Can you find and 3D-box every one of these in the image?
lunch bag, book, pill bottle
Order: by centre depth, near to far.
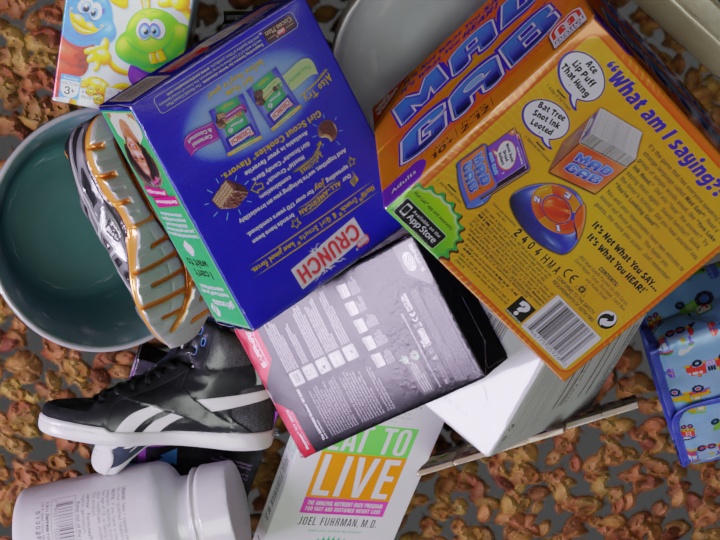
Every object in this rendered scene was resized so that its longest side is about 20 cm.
[{"bbox_3d":[-0.205,0.236,1.466,0.198,0.115,0.115,-12,115,6],"label":"pill bottle"},{"bbox_3d":[0.345,0.094,1.468,0.149,0.094,0.201,-19,126,7],"label":"lunch bag"},{"bbox_3d":[-0.012,0.186,1.500,0.132,0.048,0.201,5,121,-25],"label":"book"}]

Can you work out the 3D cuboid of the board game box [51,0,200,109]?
[{"bbox_3d":[-0.177,-0.237,1.286,0.102,0.105,0.202,11,114,-5],"label":"board game box"}]

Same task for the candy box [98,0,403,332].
[{"bbox_3d":[-0.077,-0.082,1.246,0.168,0.077,0.201,-35,109,-21],"label":"candy box"}]

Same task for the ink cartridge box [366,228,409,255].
[{"bbox_3d":[0.000,0.000,1.406,0.199,0.050,0.161,-29,130,11],"label":"ink cartridge box"}]

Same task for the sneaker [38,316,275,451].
[{"bbox_3d":[-0.169,0.089,1.359,0.198,0.073,0.113,4,93,-12],"label":"sneaker"}]

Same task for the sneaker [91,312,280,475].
[{"bbox_3d":[-0.140,0.130,1.435,0.129,0.079,0.200,38,92,-5],"label":"sneaker"}]

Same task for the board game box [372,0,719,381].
[{"bbox_3d":[0.150,-0.087,1.216,0.200,0.200,0.200,-41,111,17],"label":"board game box"}]

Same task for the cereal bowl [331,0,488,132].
[{"bbox_3d":[0.073,-0.178,1.326,0.198,0.084,0.202,0,116,0],"label":"cereal bowl"}]

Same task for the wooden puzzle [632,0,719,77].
[{"bbox_3d":[0.304,-0.277,1.301,0.185,0.046,0.200,38,110,-17],"label":"wooden puzzle"}]

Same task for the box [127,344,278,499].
[{"bbox_3d":[-0.169,0.180,1.522,0.142,0.036,0.201,17,115,-8],"label":"box"}]

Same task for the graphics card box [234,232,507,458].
[{"bbox_3d":[0.006,0.058,1.291,0.199,0.051,0.126,-28,90,35],"label":"graphics card box"}]

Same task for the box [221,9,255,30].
[{"bbox_3d":[-0.093,-0.110,1.319,0.050,0.075,0.202,7,95,-32],"label":"box"}]

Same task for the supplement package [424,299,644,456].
[{"bbox_3d":[0.138,0.062,1.365,0.113,0.199,0.110,38,115,22],"label":"supplement package"}]

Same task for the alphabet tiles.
[{"bbox_3d":[0.153,0.145,1.443,0.198,0.167,0.008,-18,86,8],"label":"alphabet tiles"}]

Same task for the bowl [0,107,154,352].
[{"bbox_3d":[-0.229,-0.038,1.357,0.199,0.105,0.203,-3,97,-26],"label":"bowl"}]

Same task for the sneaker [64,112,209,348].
[{"bbox_3d":[-0.176,-0.034,1.284,0.078,0.077,0.202,-28,109,-34],"label":"sneaker"}]
